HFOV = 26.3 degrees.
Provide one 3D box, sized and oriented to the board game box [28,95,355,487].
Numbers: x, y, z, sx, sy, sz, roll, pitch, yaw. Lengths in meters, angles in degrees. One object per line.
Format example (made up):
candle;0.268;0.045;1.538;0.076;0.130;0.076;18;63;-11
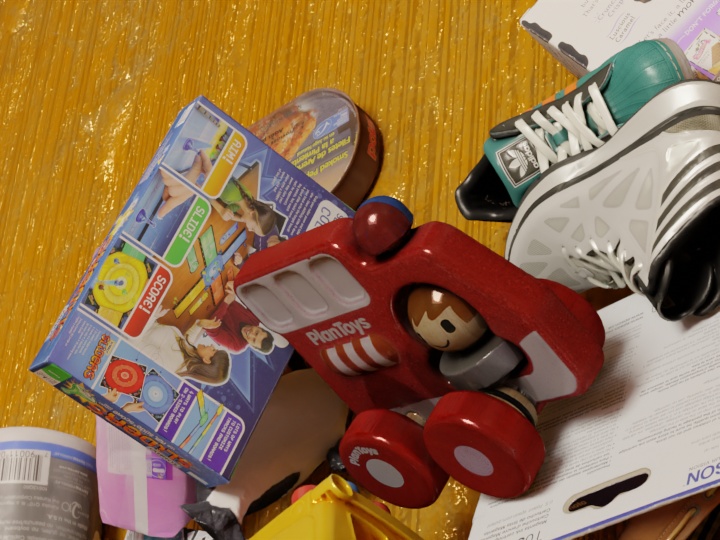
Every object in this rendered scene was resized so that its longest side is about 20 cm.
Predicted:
board game box;-0.096;0.012;0.949;0.034;0.135;0.201;-22;36;57

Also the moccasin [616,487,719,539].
moccasin;0.170;0.181;0.829;0.077;0.074;0.202;14;66;53

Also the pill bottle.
pill bottle;-0.250;0.228;1.138;0.113;0.114;0.201;-21;54;31

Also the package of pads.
package of pads;-0.131;0.066;1.055;0.075;0.121;0.202;5;110;11

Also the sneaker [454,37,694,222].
sneaker;0.127;-0.074;0.947;0.072;0.079;0.200;66;150;12

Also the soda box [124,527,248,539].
soda box;-0.079;0.217;1.029;0.199;0.063;0.069;1;67;41

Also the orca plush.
orca plush;-0.060;0.140;1.017;0.200;0.104;0.072;-76;2;-60

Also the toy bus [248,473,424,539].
toy bus;0.011;0.210;0.882;0.136;0.200;0.193;-41;26;22

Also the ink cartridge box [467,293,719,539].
ink cartridge box;0.156;0.081;0.845;0.196;0.043;0.201;-28;25;36

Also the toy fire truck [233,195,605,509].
toy fire truck;0.031;0.036;0.870;0.199;0.168;0.112;-20;30;53

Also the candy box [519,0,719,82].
candy box;0.224;-0.168;0.980;0.168;0.071;0.200;-51;44;6

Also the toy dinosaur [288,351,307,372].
toy dinosaur;-0.095;0.012;1.124;0.200;0.077;0.103;52;124;33

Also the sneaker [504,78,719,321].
sneaker;0.146;-0.011;0.884;0.201;0.075;0.116;-46;29;45

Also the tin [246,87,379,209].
tin;-0.069;-0.064;1.205;0.199;0.042;0.113;-27;47;28
